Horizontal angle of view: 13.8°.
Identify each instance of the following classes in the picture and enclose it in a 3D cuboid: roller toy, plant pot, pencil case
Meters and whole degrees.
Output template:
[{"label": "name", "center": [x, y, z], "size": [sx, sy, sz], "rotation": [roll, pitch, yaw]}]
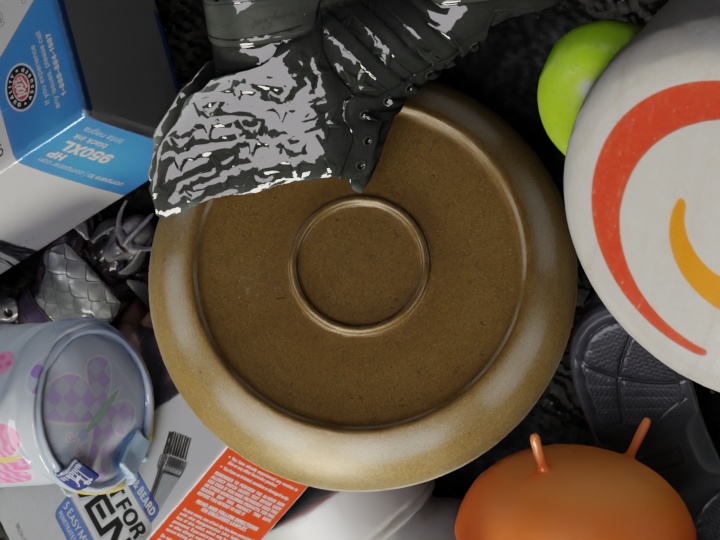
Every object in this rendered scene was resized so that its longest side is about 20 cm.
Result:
[{"label": "roller toy", "center": [0.194, -0.046, 1.300], "size": [0.182, 0.140, 0.201], "rotation": [-17, 107, 37]}, {"label": "plant pot", "center": [0.000, 0.000, 1.359], "size": [0.199, 0.027, 0.201], "rotation": [-1, 76, 4]}, {"label": "pencil case", "center": [-0.193, 0.068, 1.434], "size": [0.199, 0.084, 0.091], "rotation": [-2, 152, 36]}]

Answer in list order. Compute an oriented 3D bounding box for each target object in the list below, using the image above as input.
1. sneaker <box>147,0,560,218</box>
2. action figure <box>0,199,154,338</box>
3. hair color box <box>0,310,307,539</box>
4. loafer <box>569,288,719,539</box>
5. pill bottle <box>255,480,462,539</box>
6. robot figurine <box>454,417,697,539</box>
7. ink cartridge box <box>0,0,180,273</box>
[{"label": "sneaker", "center": [-0.001, -0.086, 1.330], "size": [0.198, 0.060, 0.105], "rotation": [-7, 109, -4]}, {"label": "action figure", "center": [-0.170, 0.031, 1.515], "size": [0.200, 0.069, 0.130], "rotation": [-39, 88, 26]}, {"label": "hair color box", "center": [-0.084, 0.084, 1.445], "size": [0.064, 0.111, 0.200], "rotation": [30, 106, -41]}, {"label": "loafer", "center": [0.144, 0.096, 1.433], "size": [0.071, 0.063, 0.201], "rotation": [-11, 113, 6]}, {"label": "pill bottle", "center": [0.035, 0.185, 1.474], "size": [0.113, 0.114, 0.201], "rotation": [-30, 99, 29]}, {"label": "robot figurine", "center": [0.094, 0.167, 1.363], "size": [0.143, 0.117, 0.201], "rotation": [7, 102, 0]}, {"label": "ink cartridge box", "center": [-0.192, -0.081, 1.430], "size": [0.199, 0.084, 0.145], "rotation": [-31, 64, 29]}]
